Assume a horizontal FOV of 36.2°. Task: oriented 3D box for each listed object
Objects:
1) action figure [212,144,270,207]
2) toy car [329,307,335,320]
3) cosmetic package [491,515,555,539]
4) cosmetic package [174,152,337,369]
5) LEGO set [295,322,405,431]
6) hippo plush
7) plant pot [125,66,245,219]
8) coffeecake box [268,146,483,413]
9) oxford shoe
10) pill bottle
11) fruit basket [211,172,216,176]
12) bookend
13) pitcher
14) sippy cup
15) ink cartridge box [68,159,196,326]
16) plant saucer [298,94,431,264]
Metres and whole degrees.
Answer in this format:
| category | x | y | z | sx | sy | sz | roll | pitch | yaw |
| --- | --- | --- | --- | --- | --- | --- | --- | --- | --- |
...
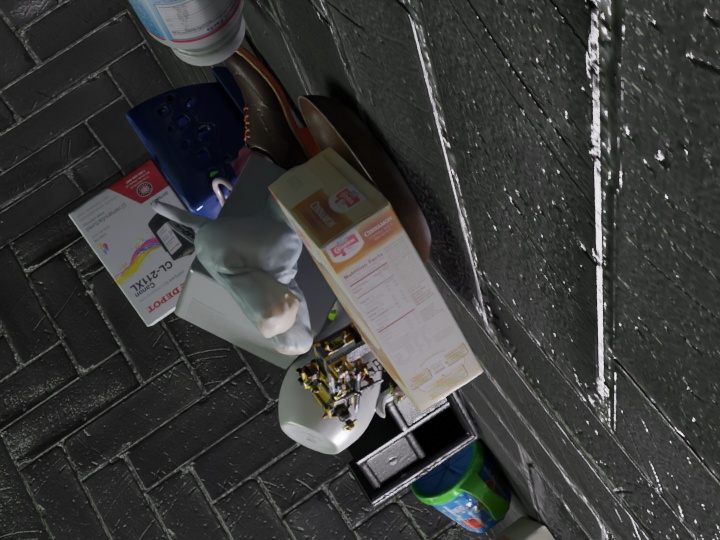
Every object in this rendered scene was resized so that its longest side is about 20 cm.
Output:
| category | x | y | z | sx | sy | sz | roll | pitch | yaw |
| --- | --- | --- | --- | --- | --- | --- | --- | --- | --- |
| action figure | -0.125 | -0.116 | 1.467 | 0.134 | 0.149 | 0.200 | 63 | 178 | -32 |
| toy car | -0.103 | -0.018 | 2.187 | 0.164 | 0.157 | 0.200 | 73 | -169 | -62 |
| cosmetic package | 0.266 | 0.456 | 1.727 | 0.103 | 0.087 | 0.200 | 54 | 175 | 8 |
| cosmetic package | -0.110 | -0.004 | 1.335 | 0.166 | 0.168 | 0.200 | 28 | 159 | -5 |
| LEGO set | 0.039 | 0.119 | 1.269 | 0.116 | 0.200 | 0.154 | 51 | 153 | 31 |
| hippo plush | -0.077 | -0.029 | 1.142 | 0.200 | 0.161 | 0.159 | 48 | 175 | 11 |
| plant pot | -0.213 | -0.179 | 1.677 | 0.200 | 0.180 | 0.200 | 55 | 174 | 15 |
| coffeecake box | 0.013 | 0.006 | 0.994 | 0.200 | 0.073 | 0.154 | 59 | 175 | -31 |
| oxford shoe | -0.119 | -0.188 | 1.343 | 0.200 | 0.072 | 0.071 | 56 | 176 | 2 |
| pill bottle | -0.173 | -0.282 | 1.048 | 0.109 | 0.109 | 0.200 | 54 | 175 | 21 |
| fruit basket | -0.246 | -0.203 | 2.140 | 0.215 | 0.156 | 0.216 | 37 | 171 | 7 |
| bookend | 0.049 | 0.219 | 1.631 | 0.092 | 0.199 | 0.200 | 53 | 174 | 47 |
| pitcher | -0.002 | 0.136 | 1.402 | 0.171 | 0.200 | 0.121 | 20 | 155 | 12 |
| sippy cup | 0.172 | 0.351 | 1.786 | 0.130 | 0.140 | 0.178 | 47 | -157 | -25 |
| ink cartridge box | -0.306 | -0.038 | 1.609 | 0.200 | 0.146 | 0.083 | 55 | 172 | -5 |
| plant saucer | 0.010 | -0.085 | 1.025 | 0.200 | 0.032 | 0.200 | 56 | 175 | 7 |
